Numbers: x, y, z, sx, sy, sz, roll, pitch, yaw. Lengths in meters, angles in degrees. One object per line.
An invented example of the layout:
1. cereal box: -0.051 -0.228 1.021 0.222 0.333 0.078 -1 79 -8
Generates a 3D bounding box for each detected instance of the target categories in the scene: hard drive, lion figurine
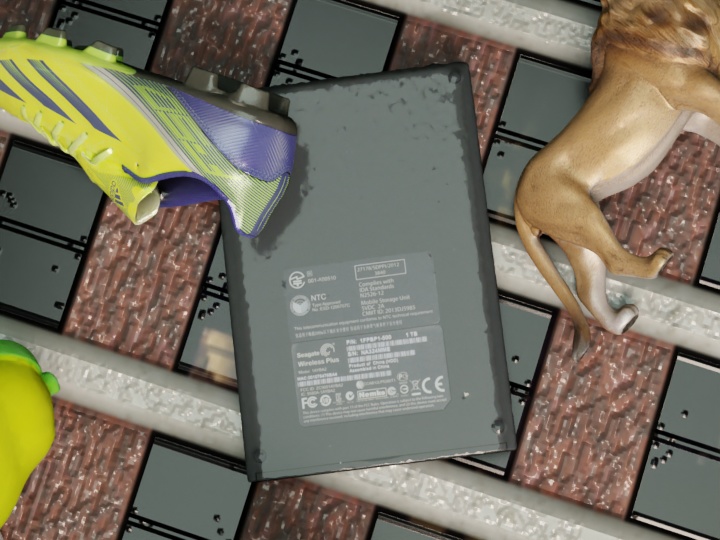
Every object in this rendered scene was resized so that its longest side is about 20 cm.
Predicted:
1. hard drive: 0.000 0.000 0.860 0.138 0.033 0.203 -7 82 3
2. lion figurine: 0.131 -0.066 0.844 0.122 0.072 0.201 40 90 15

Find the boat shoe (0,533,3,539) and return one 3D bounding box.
1. boat shoe: -0.247 0.209 0.835 0.068 0.057 0.201 32 86 7

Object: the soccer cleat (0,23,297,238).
1. soccer cleat: -0.126 -0.070 0.846 0.198 0.065 0.085 17 94 22

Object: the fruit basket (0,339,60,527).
1. fruit basket: -0.235 0.109 0.780 0.214 0.155 0.218 -14 61 28
